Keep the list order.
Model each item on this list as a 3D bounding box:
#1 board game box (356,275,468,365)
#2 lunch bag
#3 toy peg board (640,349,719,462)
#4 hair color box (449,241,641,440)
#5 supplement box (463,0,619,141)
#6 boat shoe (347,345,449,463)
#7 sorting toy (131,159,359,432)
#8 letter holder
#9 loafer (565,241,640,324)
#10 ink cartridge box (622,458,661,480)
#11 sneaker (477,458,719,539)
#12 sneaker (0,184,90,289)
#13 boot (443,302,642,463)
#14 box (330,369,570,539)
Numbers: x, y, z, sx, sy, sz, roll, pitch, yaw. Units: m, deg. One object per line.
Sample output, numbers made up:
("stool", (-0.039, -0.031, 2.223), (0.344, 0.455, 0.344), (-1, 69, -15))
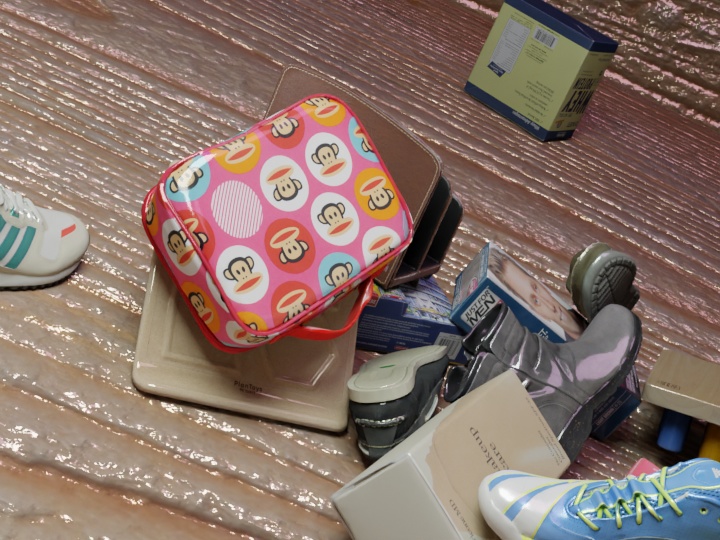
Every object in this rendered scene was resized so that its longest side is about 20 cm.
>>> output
("board game box", (0.000, 0.000, 1.085), (0.198, 0.062, 0.200), (12, 28, -29))
("lunch bag", (-0.054, -0.029, 0.851), (0.199, 0.082, 0.177), (-30, 88, -33))
("toy peg board", (0.382, 0.170, 1.084), (0.197, 0.099, 0.200), (17, 11, 19))
("hair color box", (0.185, 0.068, 1.074), (0.199, 0.061, 0.100), (38, 22, -7))
("supplement box", (0.337, -0.381, 2.019), (0.199, 0.201, 0.134), (37, 26, 24))
("boat shoe", (0.035, 0.106, 0.917), (0.071, 0.069, 0.200), (-10, 6, 16))
("sorting toy", (-0.087, 0.022, 0.886), (0.183, 0.036, 0.202), (15, 65, -23))
("letter holder", (0.003, -0.102, 1.042), (0.199, 0.143, 0.100), (35, 26, 24))
("loafer", (0.236, 0.015, 1.095), (0.069, 0.075, 0.200), (37, -2, 22))
("ink cartridge box", (0.220, 0.241, 0.783), (0.145, 0.085, 0.199), (35, 25, 20))
("sneaker", (0.180, 0.151, 0.697), (0.198, 0.106, 0.076), (21, 25, -9))
("sneaker", (-0.288, -0.041, 0.842), (0.070, 0.094, 0.199), (40, 28, 30))
("boot", (0.166, 0.072, 0.958), (0.132, 0.070, 0.201), (43, 55, -9))
("box", (0.072, 0.154, 0.788), (0.096, 0.077, 0.200), (57, 30, 4))
